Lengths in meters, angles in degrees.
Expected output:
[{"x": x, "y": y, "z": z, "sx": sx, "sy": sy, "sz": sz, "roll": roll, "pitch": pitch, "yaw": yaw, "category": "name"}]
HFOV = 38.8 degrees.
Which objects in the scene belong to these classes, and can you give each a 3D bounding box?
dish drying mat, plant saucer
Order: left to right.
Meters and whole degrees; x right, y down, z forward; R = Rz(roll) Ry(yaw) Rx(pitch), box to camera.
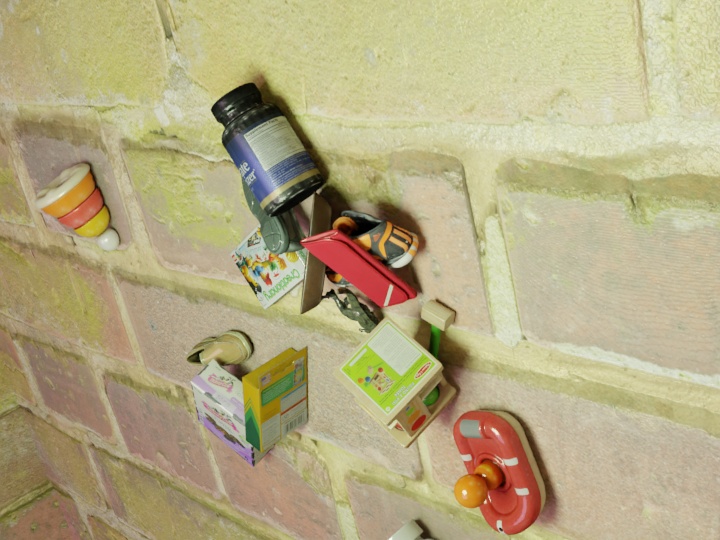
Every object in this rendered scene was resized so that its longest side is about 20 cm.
[{"x": -0.071, "y": -0.027, "z": 1.654, "sx": 0.034, "sy": 0.201, "sz": 0.201, "roll": 6, "pitch": 132, "yaw": -3, "category": "plant saucer"}, {"x": 0.000, "y": 0.000, "z": 1.559, "sx": 0.077, "sy": 0.018, "sz": 0.200, "roll": -14, "pitch": 142, "yaw": 37, "category": "dish drying mat"}]

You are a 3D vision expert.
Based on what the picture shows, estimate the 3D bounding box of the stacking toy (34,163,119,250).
[{"x": -0.609, "y": -0.124, "z": 2.274, "sx": 0.146, "sy": 0.146, "sz": 0.200, "roll": -2, "pitch": 131, "yaw": 51, "category": "stacking toy"}]

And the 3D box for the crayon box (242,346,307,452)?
[{"x": -0.162, "y": 0.237, "z": 1.962, "sx": 0.052, "sy": 0.126, "sz": 0.200, "roll": 32, "pitch": 136, "yaw": 33, "category": "crayon box"}]

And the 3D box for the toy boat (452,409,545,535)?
[{"x": 0.197, "y": 0.323, "z": 1.585, "sx": 0.130, "sy": 0.131, "sz": 0.201, "roll": -9, "pitch": 108, "yaw": 53, "category": "toy boat"}]

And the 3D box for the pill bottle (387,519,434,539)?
[{"x": 0.124, "y": 0.561, "z": 1.862, "sx": 0.200, "sy": 0.109, "sz": 0.110, "roll": 50, "pitch": 143, "yaw": 13, "category": "pill bottle"}]

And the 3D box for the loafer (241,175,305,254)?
[{"x": -0.149, "y": -0.115, "z": 1.744, "sx": 0.072, "sy": 0.063, "sz": 0.201, "roll": -42, "pitch": 59, "yaw": 43, "category": "loafer"}]

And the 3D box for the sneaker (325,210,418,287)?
[{"x": -0.012, "y": -0.042, "z": 1.587, "sx": 0.112, "sy": 0.078, "sz": 0.200, "roll": 31, "pitch": 144, "yaw": -30, "category": "sneaker"}]

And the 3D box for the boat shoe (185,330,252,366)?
[{"x": -0.298, "y": 0.175, "z": 2.124, "sx": 0.200, "sy": 0.076, "sz": 0.072, "roll": -19, "pitch": 98, "yaw": 53, "category": "boat shoe"}]

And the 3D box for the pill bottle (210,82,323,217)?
[{"x": -0.155, "y": -0.197, "z": 1.656, "sx": 0.200, "sy": 0.112, "sz": 0.112, "roll": 58, "pitch": 144, "yaw": 3, "category": "pill bottle"}]

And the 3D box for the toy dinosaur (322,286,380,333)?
[{"x": -0.013, "y": 0.063, "z": 1.693, "sx": 0.088, "sy": 0.047, "sz": 0.200, "roll": 33, "pitch": 168, "yaw": 42, "category": "toy dinosaur"}]

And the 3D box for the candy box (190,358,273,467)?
[{"x": -0.263, "y": 0.297, "z": 2.120, "sx": 0.168, "sy": 0.072, "sz": 0.200, "roll": 36, "pitch": 153, "yaw": 17, "category": "candy box"}]

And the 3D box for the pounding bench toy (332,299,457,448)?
[{"x": 0.085, "y": 0.156, "z": 1.621, "sx": 0.124, "sy": 0.200, "sz": 0.156, "roll": 40, "pitch": 172, "yaw": 28, "category": "pounding bench toy"}]

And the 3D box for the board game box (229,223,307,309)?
[{"x": -0.156, "y": -0.020, "z": 1.850, "sx": 0.126, "sy": 0.035, "sz": 0.200, "roll": 57, "pitch": 144, "yaw": 3, "category": "board game box"}]
